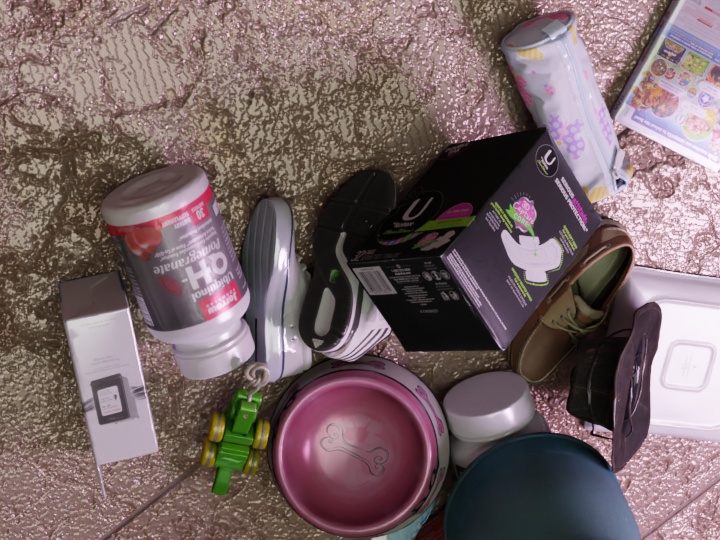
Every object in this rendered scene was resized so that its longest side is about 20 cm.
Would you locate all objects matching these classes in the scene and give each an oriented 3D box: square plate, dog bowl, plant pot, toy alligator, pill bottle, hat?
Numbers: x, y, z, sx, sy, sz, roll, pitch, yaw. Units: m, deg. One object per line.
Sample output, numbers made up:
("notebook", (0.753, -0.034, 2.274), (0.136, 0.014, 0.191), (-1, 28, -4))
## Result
("square plate", (0.369, 0.102, 1.779), (0.197, 0.028, 0.201), (7, 107, -15))
("dog bowl", (-0.005, 0.191, 1.658), (0.199, 0.074, 0.201), (0, 92, 5))
("plant pot", (0.202, 0.297, 1.598), (0.199, 0.188, 0.201), (-4, 111, -10))
("toy alligator", (-0.126, 0.154, 1.640), (0.059, 0.054, 0.200), (11, 128, -11))
("pill bottle", (0.163, 0.221, 1.725), (0.113, 0.114, 0.201), (-19, 112, -6))
("hat", (0.262, 0.120, 1.672), (0.081, 0.201, 0.201), (8, 111, 21))
("pill bottle", (-0.176, 0.004, 1.573), (0.110, 0.111, 0.201), (-21, 112, -5))

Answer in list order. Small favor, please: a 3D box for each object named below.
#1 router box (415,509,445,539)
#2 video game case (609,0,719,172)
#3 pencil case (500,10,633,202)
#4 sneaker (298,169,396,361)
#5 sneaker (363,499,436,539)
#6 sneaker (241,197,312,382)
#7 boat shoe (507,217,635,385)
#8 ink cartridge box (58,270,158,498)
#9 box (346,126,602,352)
("router box", (0.145, 0.391, 1.742), (0.049, 0.180, 0.200), (-37, 113, 19))
("video game case", (0.373, -0.222, 1.672), (0.143, 0.018, 0.201), (24, 102, -20))
("pencil case", (0.215, -0.167, 1.616), (0.083, 0.091, 0.200), (-27, 112, -3))
("sneaker", (0.000, 0.000, 1.645), (0.075, 0.115, 0.201), (14, 79, 25))
("sneaker", (0.046, 0.278, 1.740), (0.082, 0.074, 0.201), (-3, 110, -7))
("sneaker", (-0.080, 0.017, 1.632), (0.071, 0.073, 0.201), (-10, 115, -31))
("boat shoe", (0.230, 0.036, 1.698), (0.075, 0.074, 0.200), (26, 101, -20))
("ink cartridge box", (-0.253, 0.116, 1.592), (0.066, 0.116, 0.201), (-12, 112, -10))
("box", (0.115, -0.029, 1.567), (0.200, 0.148, 0.125), (-48, 116, -31))
